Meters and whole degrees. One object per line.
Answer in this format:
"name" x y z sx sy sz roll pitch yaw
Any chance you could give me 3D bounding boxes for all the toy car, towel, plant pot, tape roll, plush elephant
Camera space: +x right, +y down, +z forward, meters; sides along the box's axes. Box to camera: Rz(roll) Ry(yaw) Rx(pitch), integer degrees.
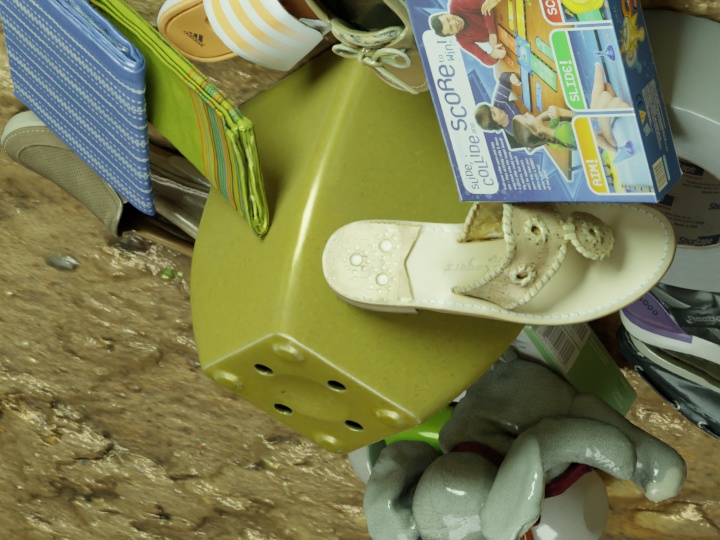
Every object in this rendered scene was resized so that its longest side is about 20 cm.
"toy car" 0.079 0.185 2.006 0.174 0.150 0.200 1 146 37
"towel" -0.187 -0.130 1.726 0.145 0.024 0.200 43 160 18
"towel" -0.116 -0.102 1.645 0.200 0.018 0.086 44 151 44
"plant pot" 0.000 0.000 1.678 0.195 0.201 0.194 34 151 -18
"tape roll" 0.189 -0.069 1.554 0.199 0.066 0.201 19 152 10
"plush elephant" 0.099 0.146 1.790 0.164 0.155 0.200 2 145 49

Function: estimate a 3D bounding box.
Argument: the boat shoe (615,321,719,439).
"boat shoe" 0.257 0.086 1.773 0.199 0.075 0.066 29 155 -10

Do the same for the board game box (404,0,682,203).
"board game box" 0.093 -0.133 1.451 0.135 0.034 0.201 2 120 36

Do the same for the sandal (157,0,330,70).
"sandal" -0.067 -0.151 1.609 0.079 0.059 0.206 34 151 -21

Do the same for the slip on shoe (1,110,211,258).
"slip on shoe" -0.169 -0.056 1.860 0.199 0.061 0.076 21 153 5

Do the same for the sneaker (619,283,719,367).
"sneaker" 0.255 0.021 1.661 0.199 0.076 0.088 12 145 21

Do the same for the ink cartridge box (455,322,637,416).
"ink cartridge box" 0.084 0.050 1.874 0.199 0.048 0.146 13 153 41

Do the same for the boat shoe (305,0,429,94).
"boat shoe" -0.006 -0.160 1.490 0.073 0.063 0.200 0 146 32

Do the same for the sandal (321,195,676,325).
"sandal" 0.078 -0.010 1.524 0.210 0.078 0.070 -3 167 9
